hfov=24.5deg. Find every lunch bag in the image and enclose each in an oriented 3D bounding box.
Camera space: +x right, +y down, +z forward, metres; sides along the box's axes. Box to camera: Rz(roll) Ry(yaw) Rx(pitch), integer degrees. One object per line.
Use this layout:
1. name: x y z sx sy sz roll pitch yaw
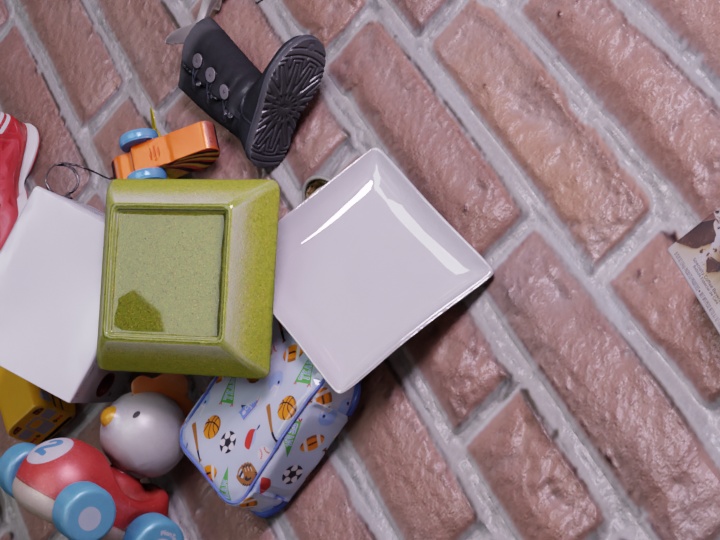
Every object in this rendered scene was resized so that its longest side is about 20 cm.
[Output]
1. lunch bag: -0.094 0.140 1.711 0.200 0.075 0.160 -54 44 8

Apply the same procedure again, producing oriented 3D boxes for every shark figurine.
1. shark figurine: -0.161 -0.367 1.999 0.214 0.089 0.128 -42 48 15

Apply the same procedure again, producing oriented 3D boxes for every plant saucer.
1. plant saucer: -0.185 0.004 1.668 0.199 0.048 0.201 1 86 22

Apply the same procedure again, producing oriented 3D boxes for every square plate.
1. square plate: 0.000 0.000 1.667 0.198 0.028 0.200 -38 62 -7

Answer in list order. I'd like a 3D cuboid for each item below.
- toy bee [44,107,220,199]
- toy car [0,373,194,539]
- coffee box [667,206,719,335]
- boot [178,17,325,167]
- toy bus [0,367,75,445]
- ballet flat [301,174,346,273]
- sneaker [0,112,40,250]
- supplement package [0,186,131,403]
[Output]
1. toy bee: -0.255 -0.129 1.963 0.199 0.109 0.131 6 80 13
2. toy car: -0.257 0.189 1.759 0.184 0.177 0.201 16 77 54
3. coffee box: 0.374 -0.028 1.385 0.200 0.080 0.113 -41 48 19
4. boot: -0.130 -0.237 1.908 0.200 0.065 0.165 50 120 45
5. toy bus: -0.400 0.114 1.980 0.065 0.078 0.200 -41 49 18
6. ballet flat: -0.028 -0.013 1.733 0.067 0.064 0.201 -30 53 26
7. sneaker: -0.488 -0.116 2.136 0.078 0.115 0.201 -15 61 35
8. supplement package: -0.312 0.032 1.830 0.147 0.200 0.192 27 90 7
